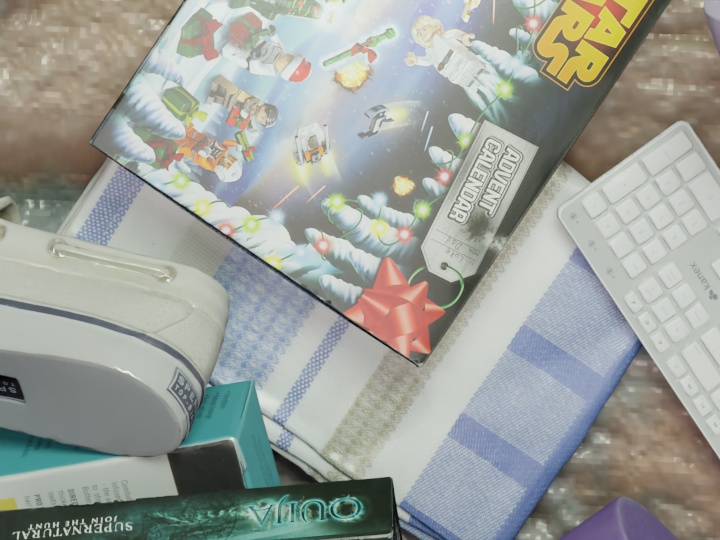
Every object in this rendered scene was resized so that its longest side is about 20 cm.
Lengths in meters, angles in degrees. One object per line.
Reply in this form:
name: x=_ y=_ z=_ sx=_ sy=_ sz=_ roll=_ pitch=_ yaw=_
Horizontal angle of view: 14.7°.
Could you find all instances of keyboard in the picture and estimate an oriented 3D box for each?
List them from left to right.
keyboard: x=0.145 y=0.044 z=0.986 sx=0.056 sy=0.011 sz=0.200 roll=-34 pitch=102 yaw=2

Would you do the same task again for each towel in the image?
towel: x=0.000 y=0.000 z=0.991 sx=0.200 sy=0.024 sz=0.147 roll=32 pitch=99 yaw=-5

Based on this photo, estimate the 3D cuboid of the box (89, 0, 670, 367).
box: x=0.019 y=-0.087 z=0.947 sx=0.137 sy=0.040 sz=0.200 roll=33 pitch=92 yaw=-5

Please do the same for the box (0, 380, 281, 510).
box: x=-0.126 y=0.099 z=0.989 sx=0.200 sy=0.049 sz=0.082 roll=-10 pitch=113 yaw=10

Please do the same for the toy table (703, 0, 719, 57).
toy table: x=0.185 y=-0.155 z=0.878 sx=0.200 sy=0.184 sz=0.117 roll=-30 pitch=109 yaw=-29

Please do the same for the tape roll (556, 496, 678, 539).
tape roll: x=0.110 y=0.180 z=0.928 sx=0.085 sy=0.200 sz=0.200 roll=-35 pitch=97 yaw=10

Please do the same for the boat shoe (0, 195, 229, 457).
boat shoe: x=-0.140 y=0.005 z=0.961 sx=0.200 sy=0.070 sz=0.071 roll=11 pitch=142 yaw=18

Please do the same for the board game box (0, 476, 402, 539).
board game box: x=-0.043 y=0.152 z=0.969 sx=0.135 sy=0.028 sz=0.200 roll=-6 pitch=133 yaw=5
